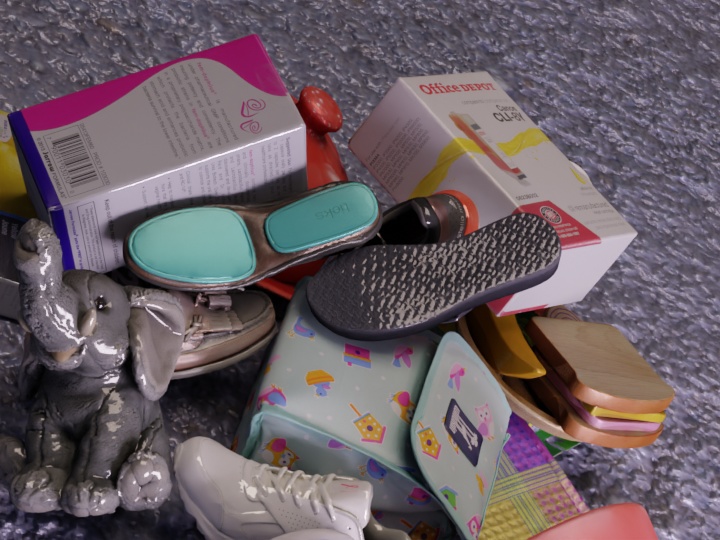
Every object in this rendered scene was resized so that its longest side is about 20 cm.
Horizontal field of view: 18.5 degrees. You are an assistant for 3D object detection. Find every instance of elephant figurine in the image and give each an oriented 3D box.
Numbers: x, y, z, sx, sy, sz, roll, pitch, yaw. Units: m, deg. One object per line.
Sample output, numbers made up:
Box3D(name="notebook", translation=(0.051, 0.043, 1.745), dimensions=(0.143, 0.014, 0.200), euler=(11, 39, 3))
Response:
Box3D(name="elephant figurine", translation=(-0.182, 0.060, 1.513), dimensions=(0.141, 0.200, 0.155), euler=(-1, 5, -23))

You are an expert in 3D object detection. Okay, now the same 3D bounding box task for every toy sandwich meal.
Box3D(name="toy sandwich meal", translation=(0.167, 0.064, 1.831), dimensions=(0.205, 0.070, 0.205), euler=(27, 31, -18))

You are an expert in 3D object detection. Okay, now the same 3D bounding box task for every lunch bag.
Box3D(name="lunch bag", translation=(0.014, 0.120, 1.671), dimensions=(0.200, 0.122, 0.170), euler=(24, 39, -4))

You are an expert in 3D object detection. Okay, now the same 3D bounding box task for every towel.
Box3D(name="towel", translation=(0.091, 0.170, 1.745), dimensions=(0.144, 0.023, 0.200), euler=(-17, 57, -28))

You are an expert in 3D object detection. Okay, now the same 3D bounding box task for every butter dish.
Box3D(name="butter dish", translation=(-0.076, -0.091, 1.812), dimensions=(0.200, 0.148, 0.200), euler=(26, 29, -46))

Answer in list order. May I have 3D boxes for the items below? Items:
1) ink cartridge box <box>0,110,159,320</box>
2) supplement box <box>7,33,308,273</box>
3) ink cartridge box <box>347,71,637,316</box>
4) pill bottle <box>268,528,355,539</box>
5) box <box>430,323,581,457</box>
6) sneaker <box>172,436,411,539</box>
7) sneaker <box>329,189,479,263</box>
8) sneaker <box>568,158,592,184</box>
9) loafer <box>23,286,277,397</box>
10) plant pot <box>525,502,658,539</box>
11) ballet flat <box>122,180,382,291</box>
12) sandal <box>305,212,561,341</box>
Box3D(name="ink cartridge box", translation=(-0.213, -0.025, 1.738), dimensions=(0.200, 0.047, 0.198), euler=(17, 38, -21))
Box3D(name="supplement box", translation=(-0.149, -0.084, 1.663), dimensions=(0.200, 0.103, 0.101), euler=(-20, 57, -11))
Box3D(name="ink cartridge box", translation=(0.107, -0.066, 1.807), dimensions=(0.200, 0.083, 0.145), euler=(49, 29, 20))
Box3D(name="pill bottle", translation=(-0.018, 0.281, 1.465), dimensions=(0.114, 0.114, 0.200), euler=(6, 44, -35))
Box3D(name="box", translation=(0.114, 0.075, 1.886), dimensions=(0.200, 0.048, 0.117), euler=(48, 36, 15))
Box3D(name="sneaker", translation=(-0.041, 0.166, 1.568), dimensions=(0.200, 0.099, 0.078), euler=(36, 32, -24))
Box3D(name="sneaker", translation=(0.000, 0.000, 1.740), dimensions=(0.082, 0.200, 0.077), euler=(8, 45, -54))
Box3D(name="sneaker", translation=(0.136, -0.061, 2.066), dimensions=(0.200, 0.070, 0.093), euler=(10, 59, -34))
Box3D(name="loafer", translation=(-0.152, 0.043, 1.631), dimensions=(0.200, 0.063, 0.072), euler=(-15, 35, -24))
Box3D(name="plant pot", translation=(0.155, 0.288, 1.554), dimensions=(0.200, 0.200, 0.177), euler=(-7, 62, -45))
Box3D(name="ballet flat", translation=(-0.080, -0.017, 1.650), dimensions=(0.200, 0.068, 0.068), euler=(-10, 74, -14))
Box3D(name="sandal", translation=(0.057, 0.013, 1.671), dimensions=(0.200, 0.043, 0.076), euler=(-13, 60, -14))
